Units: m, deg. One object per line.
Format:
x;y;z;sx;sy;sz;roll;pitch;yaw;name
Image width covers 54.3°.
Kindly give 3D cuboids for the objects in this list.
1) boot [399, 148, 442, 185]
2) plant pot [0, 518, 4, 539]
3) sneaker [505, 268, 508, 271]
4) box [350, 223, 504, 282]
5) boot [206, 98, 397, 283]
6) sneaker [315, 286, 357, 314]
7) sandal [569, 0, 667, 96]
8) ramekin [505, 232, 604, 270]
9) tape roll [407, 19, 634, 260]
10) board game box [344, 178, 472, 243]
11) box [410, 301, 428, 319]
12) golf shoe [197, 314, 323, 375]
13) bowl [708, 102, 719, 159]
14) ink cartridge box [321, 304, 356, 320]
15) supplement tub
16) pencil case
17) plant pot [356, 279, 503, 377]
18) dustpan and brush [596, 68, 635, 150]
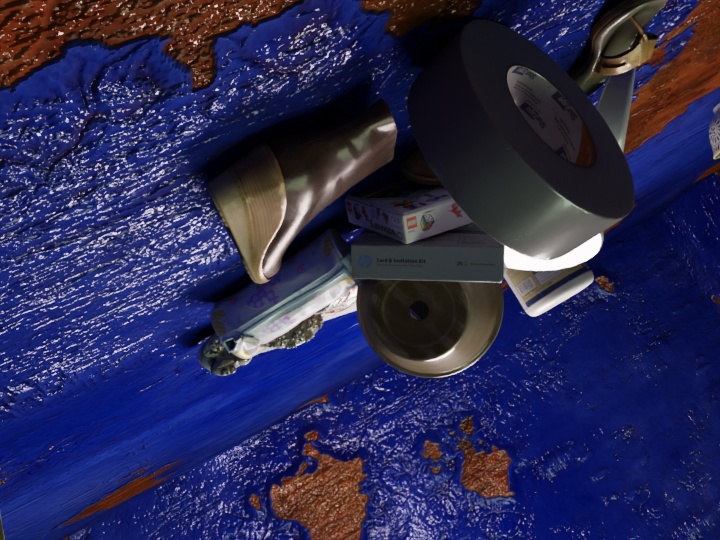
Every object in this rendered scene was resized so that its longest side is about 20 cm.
0.131;-0.150;0.777;0.200;0.074;0.076;-20;135;-21;boot
-0.614;0.421;0.999;0.176;0.200;0.200;-5;155;-36;plant pot
0.167;-0.058;1.140;0.080;0.115;0.199;-27;-164;-8;sneaker
0.086;-0.036;0.797;0.156;0.041;0.200;2;-164;12;box
-0.043;-0.064;0.642;0.166;0.072;0.200;-26;163;-9;boot
0.000;0.001;1.008;0.201;0.067;0.108;-35;167;21;sneaker
0.280;-0.234;0.759;0.082;0.055;0.200;-28;167;-13;sandal
0.226;-0.085;0.948;0.202;0.094;0.202;10;156;4;ramekin
0.135;-0.109;0.582;0.200;0.201;0.066;-16;162;-47;tape roll
0.099;-0.084;0.786;0.200;0.035;0.126;-19;-158;-23;board game box
0.120;0.045;1.141;0.104;0.148;0.200;-42;155;-4;box
-0.154;0.092;1.053;0.200;0.078;0.097;-19;-176;-30;golf shoe
0.832;-0.339;1.519;0.200;0.094;0.201;-28;168;-7;bowl
0.002;0.031;1.192;0.200;0.042;0.119;-11;156;-50;ink cartridge box
0.330;-0.030;1.332;0.144;0.200;0.144;-29;168;-7;supplement tub
-0.090;0.030;0.875;0.200;0.083;0.091;-33;-178;9;pencil case
0.081;0.046;0.878;0.200;0.200;0.174;-32;176;10;plant pot
0.297;-0.162;0.866;0.140;0.057;0.200;80;27;-43;dustpan and brush
